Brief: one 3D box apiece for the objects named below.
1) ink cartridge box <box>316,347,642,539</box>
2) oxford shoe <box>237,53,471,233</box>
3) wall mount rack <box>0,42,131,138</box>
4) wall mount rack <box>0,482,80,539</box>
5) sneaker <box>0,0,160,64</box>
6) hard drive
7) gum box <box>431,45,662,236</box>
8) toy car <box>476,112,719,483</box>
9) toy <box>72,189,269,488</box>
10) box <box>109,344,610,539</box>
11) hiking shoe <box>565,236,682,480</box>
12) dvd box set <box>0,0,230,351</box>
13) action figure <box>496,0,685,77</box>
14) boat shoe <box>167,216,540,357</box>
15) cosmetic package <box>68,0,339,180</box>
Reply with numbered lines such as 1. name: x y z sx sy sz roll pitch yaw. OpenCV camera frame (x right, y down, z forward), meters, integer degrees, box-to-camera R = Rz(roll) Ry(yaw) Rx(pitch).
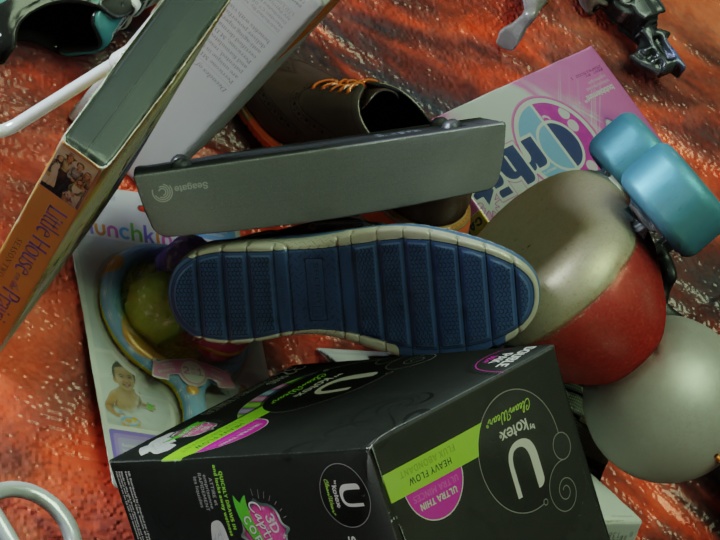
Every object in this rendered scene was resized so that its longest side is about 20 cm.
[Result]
1. ink cartridge box: 0.058 0.112 1.599 0.109 0.051 0.200 5 23 -35
2. oxford shoe: -0.005 -0.093 1.665 0.200 0.073 0.071 36 47 28
3. wall mount rack: -0.221 -0.133 1.536 0.173 0.075 0.201 -15 68 -17
4. wall mount rack: -0.216 0.116 1.377 0.200 0.075 0.174 -21 74 -45
5. sneaker: -0.151 -0.165 1.649 0.199 0.071 0.080 -16 71 -35
6. hard drive: -0.023 -0.052 1.532 0.199 0.135 0.043 -8 95 -4
7. gum box: 0.112 -0.057 1.769 0.200 0.066 0.114 -27 78 -45
8. toy car: 0.154 0.050 1.598 0.200 0.184 0.177 49 4 -15
9. toy: -0.094 0.033 1.561 0.115 0.047 0.201 10 55 -32
10. box: 0.001 0.123 1.433 0.148 0.200 0.125 -26 104 -42
11. hiking shoe: 0.144 0.052 1.691 0.076 0.101 0.200 32 46 -14
12. dvd box set: -0.140 -0.055 1.467 0.029 0.200 0.147 34 53 -3
13. action figure: 0.158 -0.220 1.900 0.193 0.105 0.200 -31 79 -36
14. boat shoe: 0.000 0.000 1.512 0.199 0.073 0.072 4 18 9
15. cosmetic package: -0.072 -0.140 1.592 0.071 0.200 0.101 44 44 -2
